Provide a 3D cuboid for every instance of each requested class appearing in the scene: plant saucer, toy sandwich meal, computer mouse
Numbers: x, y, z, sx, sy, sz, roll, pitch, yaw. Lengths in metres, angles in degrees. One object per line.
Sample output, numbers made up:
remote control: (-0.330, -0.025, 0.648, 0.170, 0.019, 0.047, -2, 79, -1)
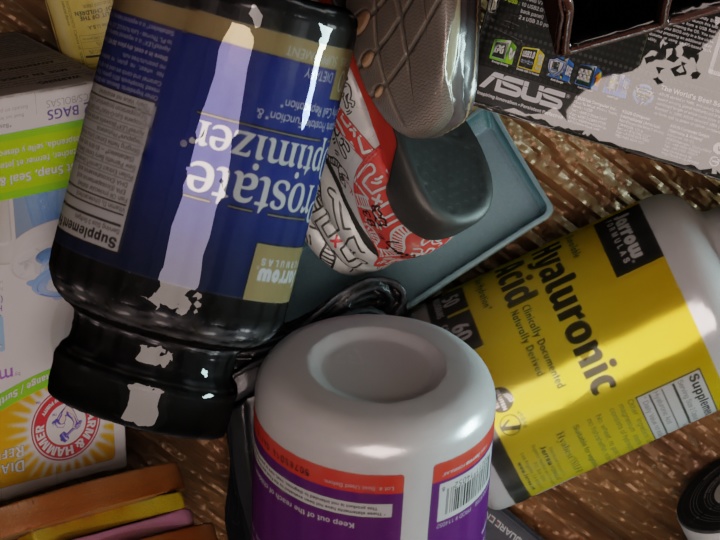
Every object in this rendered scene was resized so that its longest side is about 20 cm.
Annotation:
plant saucer: (0.000, 0.000, 1.330, 0.199, 0.019, 0.070, -33, 66, 7)
toy sandwich meal: (-0.168, 0.144, 1.306, 0.204, 0.205, 0.071, -12, 88, 0)
computer mouse: (-0.029, 0.100, 1.322, 0.138, 0.053, 0.201, -18, 137, -10)

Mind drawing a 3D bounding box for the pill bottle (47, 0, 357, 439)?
pill bottle: (-0.077, -0.032, 1.198, 0.111, 0.112, 0.201, 13, 96, -9)

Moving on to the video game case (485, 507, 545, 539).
video game case: (0.056, 0.233, 1.381, 0.143, 0.019, 0.201, 40, 68, -17)

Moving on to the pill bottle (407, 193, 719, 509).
pill bottle: (0.131, 0.030, 1.319, 0.199, 0.111, 0.112, -25, 110, 4)

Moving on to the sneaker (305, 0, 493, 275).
sneaker: (-0.011, -0.098, 1.282, 0.067, 0.108, 0.203, -13, 80, -37)

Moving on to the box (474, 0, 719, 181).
box: (0.167, -0.144, 1.253, 0.199, 0.048, 0.194, 16, 97, 6)

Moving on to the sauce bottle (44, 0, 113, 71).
sauce bottle: (-0.102, -0.067, 1.291, 0.066, 0.066, 0.201, -14, 113, 1)

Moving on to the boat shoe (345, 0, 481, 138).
boat shoe: (0.041, -0.158, 1.223, 0.073, 0.074, 0.202, 8, 74, -37)

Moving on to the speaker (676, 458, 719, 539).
speaker: (0.243, 0.192, 1.405, 0.081, 0.081, 0.201, -27, 109, 6)

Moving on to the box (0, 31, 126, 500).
box: (-0.185, 0.001, 1.269, 0.112, 0.101, 0.201, -12, 113, -30)

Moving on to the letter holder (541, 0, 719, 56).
letter holder: (0.106, -0.211, 1.153, 0.100, 0.142, 0.201, -15, 85, 4)

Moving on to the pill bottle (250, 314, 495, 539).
pill bottle: (0.003, 0.129, 1.257, 0.112, 0.113, 0.201, 1, 120, -5)
